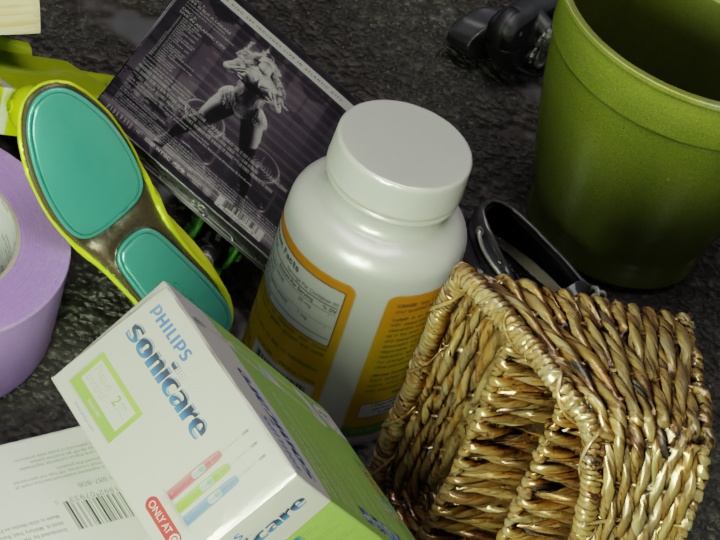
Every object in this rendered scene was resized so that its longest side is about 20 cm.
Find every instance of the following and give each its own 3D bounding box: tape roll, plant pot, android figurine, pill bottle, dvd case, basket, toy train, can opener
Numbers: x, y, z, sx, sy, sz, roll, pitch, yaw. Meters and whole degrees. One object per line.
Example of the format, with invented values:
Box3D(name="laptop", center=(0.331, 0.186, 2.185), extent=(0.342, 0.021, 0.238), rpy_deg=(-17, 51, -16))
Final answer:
Box3D(name="tape roll", center=(-0.277, -0.005, 1.472), extent=(0.199, 0.066, 0.201), rpy_deg=(12, 39, -10))
Box3D(name="plant pot", center=(0.203, -0.097, 1.675), extent=(0.199, 0.194, 0.201), rpy_deg=(11, 39, -9))
Box3D(name="android figurine", center=(-0.227, -0.119, 1.592), extent=(0.199, 0.041, 0.182), rpy_deg=(9, 14, -30))
Box3D(name="pill bottle", center=(0.000, 0.000, 1.473), extent=(0.110, 0.201, 0.111), rpy_deg=(12, 40, -10))
Box3D(name="dvd case", center=(-0.084, -0.102, 1.595), extent=(0.149, 0.016, 0.200), rpy_deg=(40, 37, -9))
Box3D(name="basket", center=(0.094, 0.120, 1.376), extent=(0.148, 0.201, 0.143), rpy_deg=(12, 41, -13))
Box3D(name="toy train", center=(-0.083, -0.055, 1.616), extent=(0.042, 0.056, 0.200), rpy_deg=(32, 38, -9))
Box3D(name="can opener", center=(0.153, -0.201, 1.877), extent=(0.079, 0.064, 0.200), rpy_deg=(40, 44, 24))

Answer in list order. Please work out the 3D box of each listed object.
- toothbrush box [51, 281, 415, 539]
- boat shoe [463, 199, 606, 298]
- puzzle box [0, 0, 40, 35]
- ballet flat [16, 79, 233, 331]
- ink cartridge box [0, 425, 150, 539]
Box3D(name="toothbrush box", center=(-0.056, 0.115, 1.321), extent=(0.086, 0.200, 0.146), rpy_deg=(-39, 56, 3))
Box3D(name="boat shoe", center=(0.129, 0.032, 1.598), extent=(0.072, 0.063, 0.200), rpy_deg=(-17, 52, -37))
Box3D(name="puzzle box", center=(-0.317, -0.170, 1.609), extent=(0.199, 0.026, 0.133), rpy_deg=(-4, 12, -18))
Box3D(name="ballet flat", center=(-0.149, -0.032, 1.493), extent=(0.067, 0.200, 0.067), rpy_deg=(-38, 21, -7))
Box3D(name="ink cartridge box", center=(-0.156, 0.188, 1.283), extent=(0.144, 0.084, 0.200), rpy_deg=(-12, 48, -32))
